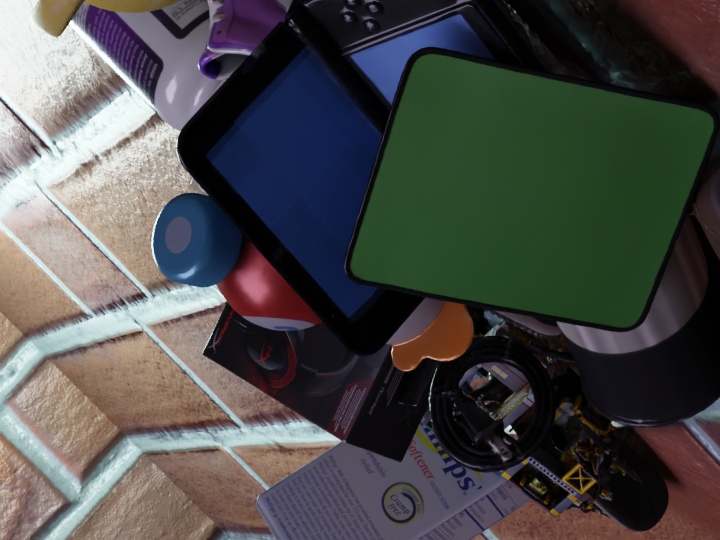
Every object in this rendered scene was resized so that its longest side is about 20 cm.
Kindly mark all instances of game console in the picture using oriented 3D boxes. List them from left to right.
[{"bbox_3d":[0.024,-0.066,1.304,0.170,0.119,0.200,-17,128,38],"label":"game console"}]

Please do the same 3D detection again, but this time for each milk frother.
[{"bbox_3d":[0.126,0.023,1.455,0.180,0.200,0.188,25,155,42],"label":"milk frother"}]

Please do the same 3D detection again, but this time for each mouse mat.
[{"bbox_3d":[0.101,-0.045,1.315,0.199,0.162,0.008,11,-153,-14],"label":"mouse mat"}]

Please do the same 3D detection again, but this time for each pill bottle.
[{"bbox_3d":[-0.133,-0.175,1.674,0.200,0.111,0.112,45,166,25],"label":"pill bottle"}]

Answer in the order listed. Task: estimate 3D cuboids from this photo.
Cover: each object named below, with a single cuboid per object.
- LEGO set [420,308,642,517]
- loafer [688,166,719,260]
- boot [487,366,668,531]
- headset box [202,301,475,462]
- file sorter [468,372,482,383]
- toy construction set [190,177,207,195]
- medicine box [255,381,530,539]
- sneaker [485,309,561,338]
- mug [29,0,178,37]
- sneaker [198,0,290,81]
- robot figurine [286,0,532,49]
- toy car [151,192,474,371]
[{"bbox_3d":[0.142,0.088,1.720,0.200,0.154,0.116,42,123,-5],"label":"LEGO set"},{"bbox_3d":[0.271,0.011,1.342,0.200,0.073,0.071,57,165,-11],"label":"loafer"},{"bbox_3d":[0.160,0.142,1.897,0.204,0.074,0.154,46,165,-12],"label":"boot"},{"bbox_3d":[-0.009,0.045,1.697,0.200,0.149,0.075,29,-177,43],"label":"headset box"},{"bbox_3d":[-0.011,0.073,1.933,0.139,0.123,0.200,33,179,36],"label":"file sorter"},{"bbox_3d":[-0.047,-0.080,1.579,0.131,0.200,0.092,-37,80,48],"label":"toy construction set"},{"bbox_3d":[0.034,0.189,1.843,0.103,0.200,0.182,57,180,15],"label":"medicine box"},{"bbox_3d":[0.116,-0.015,1.623,0.200,0.090,0.070,23,-163,-49],"label":"sneaker"},{"bbox_3d":[-0.141,-0.252,1.471,0.149,0.188,0.153,3,165,-21],"label":"mug"},{"bbox_3d":[-0.098,-0.199,1.580,0.200,0.114,0.073,32,162,35],"label":"sneaker"},{"bbox_3d":[0.032,-0.151,1.396,0.200,0.113,0.170,48,178,-16],"label":"robot figurine"},{"bbox_3d":[0.000,0.000,1.458,0.184,0.177,0.200,13,-150,-47],"label":"toy car"}]
